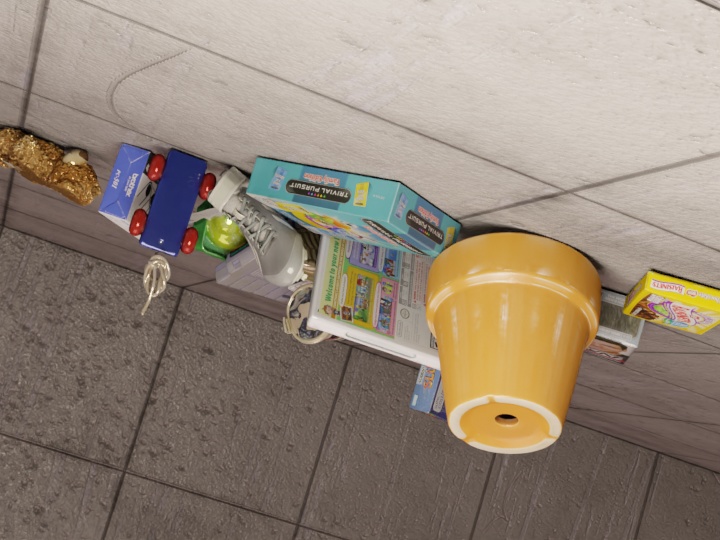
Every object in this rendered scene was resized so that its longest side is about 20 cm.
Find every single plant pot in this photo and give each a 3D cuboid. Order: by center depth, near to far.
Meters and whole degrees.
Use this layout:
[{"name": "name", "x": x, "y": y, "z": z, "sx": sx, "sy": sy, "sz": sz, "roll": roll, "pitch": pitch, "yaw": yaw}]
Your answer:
[{"name": "plant pot", "x": 0.164, "y": 0.091, "z": 1.512, "sx": 0.197, "sy": 0.185, "sz": 0.201, "roll": 6, "pitch": 146, "yaw": 4}]

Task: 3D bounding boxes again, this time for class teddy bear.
[{"name": "teddy bear", "x": -0.451, "y": -0.161, "z": 1.919, "sx": 0.198, "sy": 0.067, "sz": 0.145, "roll": 21, "pitch": 166, "yaw": 32}]

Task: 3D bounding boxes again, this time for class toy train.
[{"name": "toy train", "x": -0.251, "y": -0.046, "z": 1.718, "sx": 0.084, "sy": 0.203, "sz": 0.116, "roll": 19, "pitch": 177, "yaw": -13}]

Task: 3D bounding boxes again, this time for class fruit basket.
[{"name": "fruit basket", "x": -0.133, "y": -0.059, "z": 1.863, "sx": 0.184, "sy": 0.095, "sz": 0.199, "roll": 22, "pitch": 155, "yaw": -35}]

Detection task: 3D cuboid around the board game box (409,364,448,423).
[{"name": "board game box", "x": 0.139, "y": 0.110, "z": 1.909, "sx": 0.034, "sy": 0.203, "sz": 0.135, "roll": 12, "pitch": 171, "yaw": 33}]

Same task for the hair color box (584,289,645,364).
[{"name": "hair color box", "x": 0.307, "y": 0.069, "z": 1.760, "sx": 0.098, "sy": 0.062, "sz": 0.200, "roll": 17, "pitch": 172, "yaw": 9}]

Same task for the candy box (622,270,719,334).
[{"name": "candy box", "x": 0.360, "y": 0.039, "z": 1.556, "sx": 0.101, "sy": 0.027, "sz": 0.200, "roll": 14, "pitch": 172, "yaw": 6}]

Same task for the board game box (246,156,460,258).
[{"name": "board game box", "x": -0.008, "y": -0.069, "z": 1.554, "sx": 0.198, "sy": 0.048, "sz": 0.150, "roll": 13, "pitch": 171, "yaw": 34}]

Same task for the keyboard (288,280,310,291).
[{"name": "keyboard", "x": 0.000, "y": 0.000, "z": 1.817, "sx": 0.198, "sy": 0.011, "sz": 0.056, "roll": -20, "pitch": 159, "yaw": 24}]

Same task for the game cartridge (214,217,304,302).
[{"name": "game cartridge", "x": -0.086, "y": -0.020, "z": 1.804, "sx": 0.129, "sy": 0.039, "sz": 0.199, "roll": 22, "pitch": 143, "yaw": -38}]

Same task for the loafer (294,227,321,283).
[{"name": "loafer", "x": -0.025, "y": 0.002, "z": 1.722, "sx": 0.198, "sy": 0.077, "sz": 0.068, "roll": 14, "pitch": 131, "yaw": -30}]

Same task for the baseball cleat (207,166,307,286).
[{"name": "baseball cleat", "x": -0.130, "y": -0.053, "z": 1.627, "sx": 0.106, "sy": 0.070, "sz": 0.200, "roll": 28, "pitch": -164, "yaw": -33}]

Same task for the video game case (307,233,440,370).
[{"name": "video game case", "x": 0.031, "y": 0.019, "z": 1.653, "sx": 0.180, "sy": 0.202, "sz": 0.022, "roll": 19, "pitch": 132, "yaw": -11}]

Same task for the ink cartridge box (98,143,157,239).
[{"name": "ink cartridge box", "x": -0.286, "y": -0.095, "z": 1.835, "sx": 0.044, "sy": 0.095, "sz": 0.200, "roll": 17, "pitch": 173, "yaw": 10}]

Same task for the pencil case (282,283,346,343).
[{"name": "pencil case", "x": -0.021, "y": 0.059, "z": 1.826, "sx": 0.089, "sy": 0.079, "sz": 0.199, "roll": -37, "pitch": 160, "yaw": 25}]
